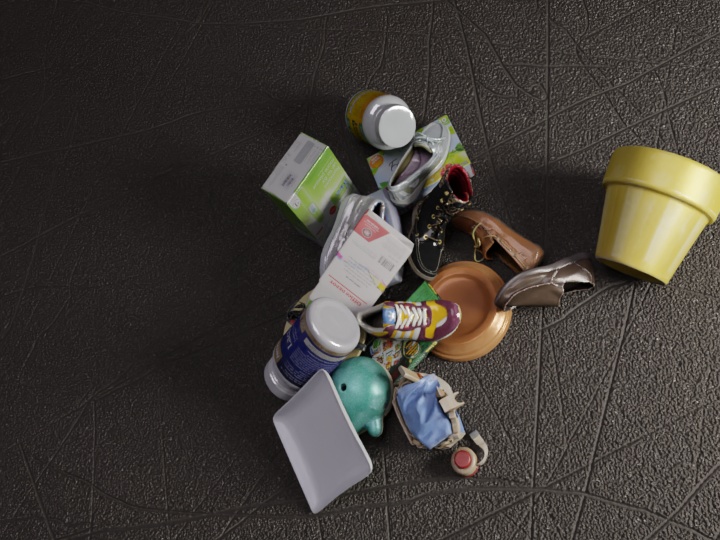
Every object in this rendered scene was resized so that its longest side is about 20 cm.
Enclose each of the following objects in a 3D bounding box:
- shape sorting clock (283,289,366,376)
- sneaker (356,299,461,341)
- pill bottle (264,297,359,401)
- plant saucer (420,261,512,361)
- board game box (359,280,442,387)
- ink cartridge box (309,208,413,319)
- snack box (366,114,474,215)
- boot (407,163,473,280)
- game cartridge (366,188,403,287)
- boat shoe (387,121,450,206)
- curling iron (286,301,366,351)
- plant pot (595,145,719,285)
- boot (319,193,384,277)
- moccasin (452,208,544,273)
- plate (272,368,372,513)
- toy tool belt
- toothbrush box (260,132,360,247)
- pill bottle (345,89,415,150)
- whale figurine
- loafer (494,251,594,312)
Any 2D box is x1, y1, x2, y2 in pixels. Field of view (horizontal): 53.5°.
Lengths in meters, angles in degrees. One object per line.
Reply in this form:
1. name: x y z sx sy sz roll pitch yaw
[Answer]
1. shape sorting clock: -0.074 0.128 1.453 0.195 0.039 0.205 -9 68 23
2. sneaker: 0.086 0.091 1.307 0.196 0.089 0.077 -13 70 33
3. pill bottle: -0.096 0.153 1.342 0.200 0.114 0.117 -49 50 35
4. plant saucer: 0.190 0.072 1.371 0.195 0.038 0.205 -9 63 18
5. board game box: 0.088 0.129 1.366 0.200 0.023 0.105 -47 54 15
6. ink cartridge box: 0.000 0.000 1.378 0.116 0.068 0.201 36 105 -2
7. snack box: 0.127 -0.222 1.527 0.197 0.053 0.144 -27 58 9
8. boot: 0.155 -0.097 1.389 0.072 0.151 0.203 22 50 -15
9. game cartridge: 0.026 -0.060 1.471 0.131 0.041 0.205 -23 65 36
10. boat shoe: 0.119 -0.227 1.460 0.074 0.065 0.204 27 74 29
11. curling iron: -0.071 0.115 1.417 0.197 0.025 0.050 25 86 31
12. plant pot: 0.501 -0.087 1.237 0.198 0.200 0.193 22 92 29
13. boot: -0.014 -0.054 1.430 0.094 0.073 0.205 11 84 45
14. moccasin: 0.257 -0.052 1.386 0.200 0.074 0.078 37 75 22
15. plate: -0.068 0.311 1.308 0.200 0.032 0.203 -46 63 38
16. toy tool belt: 0.131 0.263 1.254 0.124 0.123 0.202 -35 58 3
17. toothbrush box: -0.099 -0.165 1.508 0.085 0.200 0.147 31 79 30
18. pill bottle: 0.045 -0.320 1.525 0.113 0.113 0.200 -42 26 -1
19. whale figurine: -0.025 0.256 1.330 0.158 0.103 0.202 36 95 35
20. loafer: 0.338 0.032 1.296 0.196 0.073 0.072 -23 64 1
